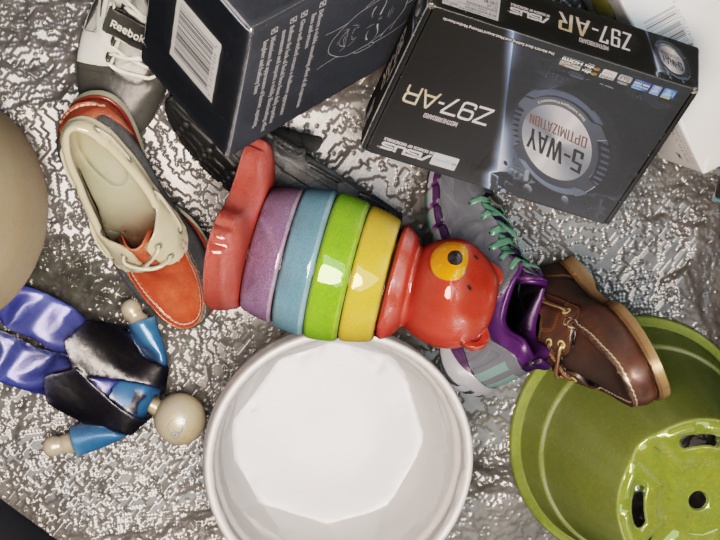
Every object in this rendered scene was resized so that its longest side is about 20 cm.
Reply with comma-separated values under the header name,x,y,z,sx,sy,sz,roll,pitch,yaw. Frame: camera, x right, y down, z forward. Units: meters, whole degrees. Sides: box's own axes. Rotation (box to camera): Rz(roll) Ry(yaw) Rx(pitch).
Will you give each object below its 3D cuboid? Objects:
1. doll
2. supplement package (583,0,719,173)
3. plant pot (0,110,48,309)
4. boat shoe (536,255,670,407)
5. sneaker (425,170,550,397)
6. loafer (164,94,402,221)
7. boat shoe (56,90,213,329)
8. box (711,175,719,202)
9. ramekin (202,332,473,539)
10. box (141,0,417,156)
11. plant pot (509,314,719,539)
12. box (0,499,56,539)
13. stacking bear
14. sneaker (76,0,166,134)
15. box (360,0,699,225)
name,x,y,z,sx,sy,sz,roll,pitch,yaw
doll,-0.210,0.079,1.394,0.200,0.048,0.137,25,96,-7
supplement package,0.261,-0.199,1.375,0.155,0.111,0.200,-28,101,-2
plant pot,-0.326,-0.049,1.262,0.187,0.200,0.188,0,87,3
boat shoe,0.162,0.053,1.360,0.070,0.200,0.071,-22,112,-7
sneaker,0.104,-0.010,1.367,0.074,0.087,0.201,14,64,-46
loafer,-0.057,-0.076,1.384,0.200,0.068,0.070,39,73,-7
boat shoe,-0.164,-0.035,1.357,0.071,0.063,0.200,-19,115,10
box,0.312,-0.132,1.295,0.049,0.082,0.201,18,96,-9
ramekin,-0.022,0.133,1.398,0.199,0.105,0.201,-1,99,-7
box,-0.038,-0.198,1.274,0.200,0.149,0.107,-32,71,-26
plant pot,0.226,0.149,1.387,0.199,0.190,0.201,-1,100,-6
box,-0.316,0.261,1.383,0.200,0.104,0.182,38,92,-11
stacking bear,0.000,0.000,1.301,0.199,0.122,0.114,15,139,4
sneaker,-0.159,-0.189,1.339,0.074,0.089,0.201,14,99,-10
box,0.117,-0.122,1.316,0.199,0.044,0.160,17,141,-10
